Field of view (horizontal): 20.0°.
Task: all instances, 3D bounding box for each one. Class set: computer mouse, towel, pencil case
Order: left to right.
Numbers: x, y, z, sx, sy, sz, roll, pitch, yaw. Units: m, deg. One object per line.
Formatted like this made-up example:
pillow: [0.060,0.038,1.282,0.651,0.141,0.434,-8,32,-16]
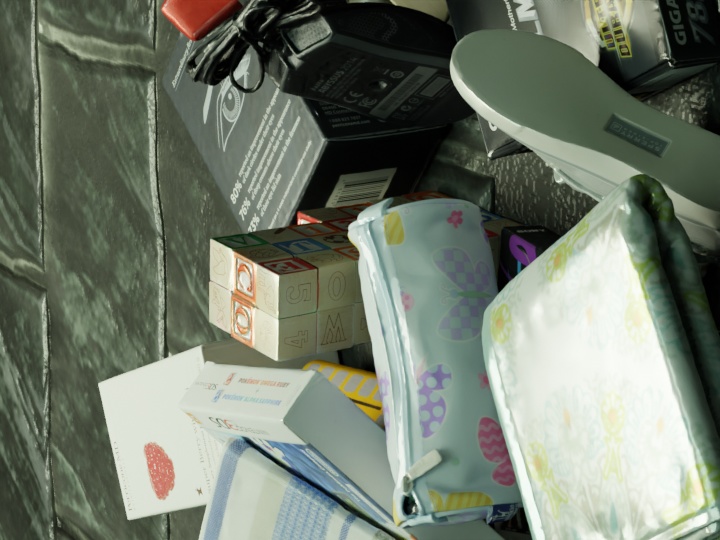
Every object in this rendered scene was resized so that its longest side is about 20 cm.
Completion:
towel: [-0.022,0.206,1.331,0.200,0.024,0.147,30,129,20]
computer mouse: [-0.002,-0.150,1.334,0.138,0.199,0.053,-35,49,47]
pencil case: [0.045,0.057,1.235,0.083,0.090,0.201,-23,72,56]
towel: [0.139,0.073,1.102,0.171,0.048,0.201,-43,56,53]

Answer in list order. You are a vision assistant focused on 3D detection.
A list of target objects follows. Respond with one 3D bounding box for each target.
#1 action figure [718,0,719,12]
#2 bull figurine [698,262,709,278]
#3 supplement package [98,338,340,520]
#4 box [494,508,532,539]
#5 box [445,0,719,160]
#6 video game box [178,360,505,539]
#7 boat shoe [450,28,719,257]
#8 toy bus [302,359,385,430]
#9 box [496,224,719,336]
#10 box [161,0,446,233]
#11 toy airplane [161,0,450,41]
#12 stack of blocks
action figure: [0.219,-0.176,1.099,0.200,0.055,0.119,50,140,46]
bull figurine: [0.210,0.053,1.158,0.200,0.065,0.122,-9,86,56]
supplement package: [-0.108,0.122,1.626,0.200,0.119,0.122,-21,81,58]
box: [0.127,0.149,1.327,0.082,0.049,0.201,0,98,57]
box: [0.122,-0.190,1.250,0.198,0.050,0.201,-23,79,56]
video game box: [-0.009,0.139,1.343,0.200,0.047,0.182,43,165,-19]
boat shoe: [0.139,-0.072,1.185,0.199,0.072,0.069,25,146,12]
toy bus: [0.016,0.120,1.460,0.065,0.078,0.200,44,162,-28]
box: [0.136,0.069,1.194,0.200,0.036,0.144,35,124,56]
box: [-0.045,-0.122,1.479,0.200,0.104,0.148,62,144,28]
toy airplane: [-0.041,-0.255,1.395,0.141,0.198,0.201,110,156,-81]
stack of blocks: [0.000,0.000,1.348,0.115,0.199,0.059,24,119,52]
